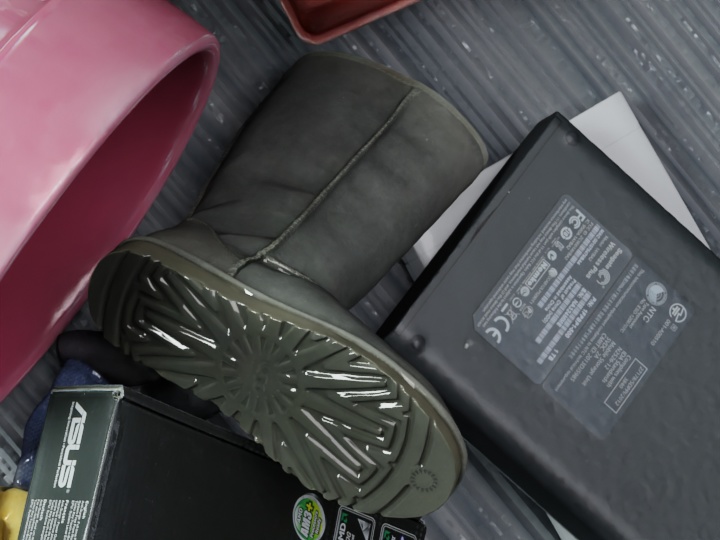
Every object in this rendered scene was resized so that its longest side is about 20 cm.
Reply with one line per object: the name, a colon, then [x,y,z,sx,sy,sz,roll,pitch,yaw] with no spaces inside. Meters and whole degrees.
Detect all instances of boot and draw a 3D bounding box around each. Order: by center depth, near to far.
boot: [0.002,-0.001,1.206,0.182,0.073,0.200,36,33,9]

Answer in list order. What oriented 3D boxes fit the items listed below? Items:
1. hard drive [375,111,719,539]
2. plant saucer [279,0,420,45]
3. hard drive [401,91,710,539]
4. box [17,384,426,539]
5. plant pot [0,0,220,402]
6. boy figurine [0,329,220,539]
hard drive: [0.118,0.047,1.287,0.200,0.033,0.140,42,67,-8]
plant saucer: [0.008,-0.220,1.329,0.200,0.037,0.200,-26,89,-24]
hard drive: [0.114,0.036,1.321,0.132,0.027,0.200,-30,90,-25]
box: [-0.064,0.167,1.162,0.193,0.047,0.201,29,68,-47]
plant pot: [-0.181,-0.059,1.142,0.179,0.200,0.200,36,67,5]
boy figurine: [-0.128,0.122,1.175,0.124,0.064,0.200,39,61,-34]
